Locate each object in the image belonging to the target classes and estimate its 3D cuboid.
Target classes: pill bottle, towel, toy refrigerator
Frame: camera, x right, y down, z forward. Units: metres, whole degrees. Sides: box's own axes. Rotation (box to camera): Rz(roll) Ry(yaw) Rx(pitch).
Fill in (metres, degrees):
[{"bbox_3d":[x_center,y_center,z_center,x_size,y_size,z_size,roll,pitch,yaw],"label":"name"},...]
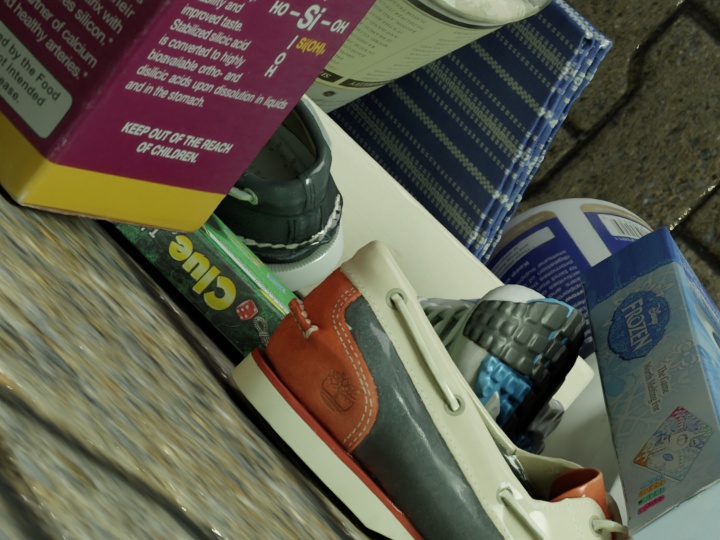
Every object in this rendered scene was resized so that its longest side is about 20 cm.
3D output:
[{"bbox_3d":[0.124,0.058,1.174,0.116,0.116,0.200,43,10,-30],"label":"pill bottle"},{"bbox_3d":[0.031,-0.056,1.174,0.024,0.201,0.145,12,25,-40],"label":"towel"},{"bbox_3d":[0.000,0.000,1.076,0.200,0.070,0.076,43,-5,-15],"label":"toy refrigerator"}]

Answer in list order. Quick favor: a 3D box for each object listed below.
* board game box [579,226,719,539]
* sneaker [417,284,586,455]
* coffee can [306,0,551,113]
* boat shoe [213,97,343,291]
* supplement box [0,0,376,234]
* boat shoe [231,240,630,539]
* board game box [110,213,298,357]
[{"bbox_3d":[0.151,0.108,0.881,0.201,0.043,0.199,55,14,-20],"label":"board game box"},{"bbox_3d":[0.030,0.039,0.950,0.086,0.075,0.200,39,-14,10],"label":"sneaker"},{"bbox_3d":[-0.022,-0.147,1.128,0.146,0.147,0.199,44,-40,-23],"label":"coffee can"},{"bbox_3d":[-0.072,-0.078,0.981,0.200,0.075,0.061,43,-28,28],"label":"boat shoe"},{"bbox_3d":[-0.055,-0.130,0.748,0.131,0.200,0.103,47,18,23],"label":"supplement box"},{"bbox_3d":[0.048,0.080,0.782,0.200,0.063,0.071,46,1,-9],"label":"boat shoe"},{"bbox_3d":[-0.069,-0.019,0.878,0.200,0.023,0.105,45,1,5],"label":"board game box"}]
